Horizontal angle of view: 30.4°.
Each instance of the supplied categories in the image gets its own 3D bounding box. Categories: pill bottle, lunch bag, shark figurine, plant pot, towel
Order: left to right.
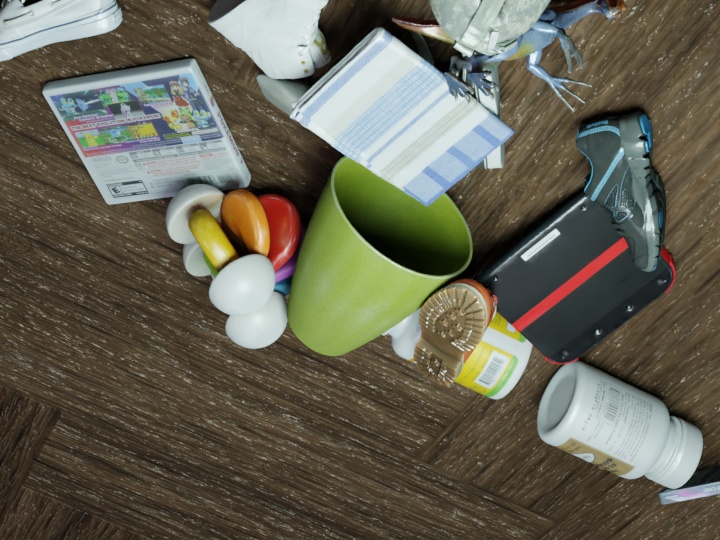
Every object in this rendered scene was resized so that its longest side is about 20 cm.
[{"bbox_3d":[0.000,0.000,1.532,0.186,0.188,0.201,27,127,-14],"label":"plant pot"},{"bbox_3d":[0.002,-0.174,1.444,0.212,0.090,0.129,-10,136,23],"label":"shark figurine"},{"bbox_3d":[0.044,-0.157,1.385,0.199,0.024,0.147,32,127,-28],"label":"towel"},{"bbox_3d":[0.107,0.072,1.658,0.198,0.112,0.111,25,136,-12],"label":"pill bottle"},{"bbox_3d":[0.138,-0.314,1.203,0.138,0.169,0.201,21,137,-8],"label":"lunch bag"},{"bbox_3d":[0.341,0.207,1.737,0.198,0.115,0.115,25,136,-13],"label":"pill bottle"}]

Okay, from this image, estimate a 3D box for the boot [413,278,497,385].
[{"bbox_3d":[0.119,0.045,1.509,0.075,0.107,0.200,36,155,9],"label":"boot"}]

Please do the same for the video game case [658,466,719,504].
[{"bbox_3d":[0.510,0.272,1.765,0.198,0.142,0.019,-17,85,29],"label":"video game case"}]

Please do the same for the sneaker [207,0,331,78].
[{"bbox_3d":[-0.054,-0.268,1.377,0.199,0.074,0.115,-17,132,42],"label":"sneaker"}]

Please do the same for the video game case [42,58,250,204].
[{"bbox_3d":[-0.251,-0.161,1.570,0.197,0.023,0.183,-5,134,20],"label":"video game case"}]

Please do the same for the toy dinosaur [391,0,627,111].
[{"bbox_3d":[0.167,-0.240,1.299,0.200,0.182,0.105,47,162,-8],"label":"toy dinosaur"}]

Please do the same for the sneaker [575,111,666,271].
[{"bbox_3d":[0.294,-0.087,1.481,0.081,0.074,0.202,-3,124,22],"label":"sneaker"}]

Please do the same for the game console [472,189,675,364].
[{"bbox_3d":[0.257,0.009,1.577,0.200,0.031,0.177,-40,113,19],"label":"game console"}]

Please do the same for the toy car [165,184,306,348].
[{"bbox_3d":[-0.132,-0.022,1.599,0.149,0.176,0.201,-32,151,-9],"label":"toy car"}]

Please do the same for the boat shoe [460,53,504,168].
[{"bbox_3d":[0.116,-0.184,1.415,0.063,0.071,0.201,-2,137,10],"label":"boat shoe"}]

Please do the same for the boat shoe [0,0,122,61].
[{"bbox_3d":[-0.357,-0.281,1.447,0.197,0.074,0.067,-12,118,12],"label":"boat shoe"}]
